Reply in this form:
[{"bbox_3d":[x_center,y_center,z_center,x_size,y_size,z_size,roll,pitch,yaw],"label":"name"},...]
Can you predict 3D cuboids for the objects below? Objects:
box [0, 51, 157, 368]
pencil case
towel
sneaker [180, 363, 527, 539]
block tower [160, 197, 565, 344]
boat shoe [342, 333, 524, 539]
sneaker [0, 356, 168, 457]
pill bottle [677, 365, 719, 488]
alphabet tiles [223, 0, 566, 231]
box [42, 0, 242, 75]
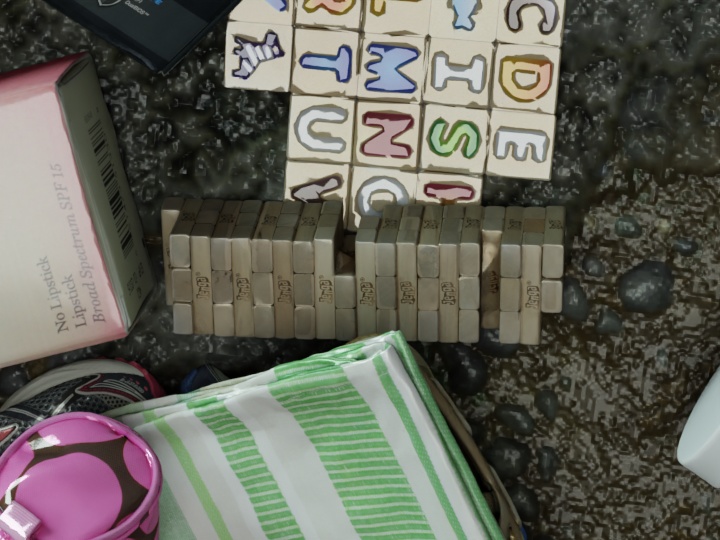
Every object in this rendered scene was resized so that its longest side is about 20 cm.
[{"bbox_3d":[-0.214,-0.015,1.265,0.199,0.109,0.129,-14,102,6],"label":"box"},{"bbox_3d":[-0.146,0.159,1.261,0.091,0.093,0.201,47,146,30],"label":"pencil case"},{"bbox_3d":[-0.028,0.115,1.230,0.199,0.023,0.153,-18,107,37],"label":"towel"},{"bbox_3d":[-0.001,0.101,1.305,0.200,0.077,0.085,38,92,-13],"label":"sneaker"},{"bbox_3d":[0.000,0.000,1.278,0.199,0.058,0.054,2,112,5],"label":"block tower"},{"bbox_3d":[0.041,0.127,1.245,0.071,0.065,0.201,-30,101,-8],"label":"boat shoe"},{"bbox_3d":[-0.181,0.113,1.310,0.199,0.075,0.081,-28,100,9],"label":"sneaker"},{"bbox_3d":[0.258,0.110,1.262,0.199,0.111,0.111,32,103,-4],"label":"pill bottle"},{"bbox_3d":[0.017,-0.116,1.280,0.166,0.008,0.201,5,102,2],"label":"alphabet tiles"},{"bbox_3d":[-0.106,-0.193,1.185,0.159,0.046,0.200,-42,139,14],"label":"box"}]
